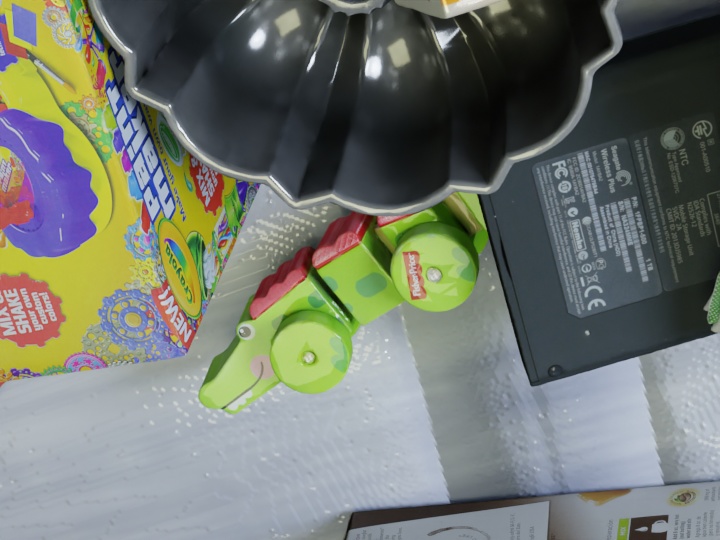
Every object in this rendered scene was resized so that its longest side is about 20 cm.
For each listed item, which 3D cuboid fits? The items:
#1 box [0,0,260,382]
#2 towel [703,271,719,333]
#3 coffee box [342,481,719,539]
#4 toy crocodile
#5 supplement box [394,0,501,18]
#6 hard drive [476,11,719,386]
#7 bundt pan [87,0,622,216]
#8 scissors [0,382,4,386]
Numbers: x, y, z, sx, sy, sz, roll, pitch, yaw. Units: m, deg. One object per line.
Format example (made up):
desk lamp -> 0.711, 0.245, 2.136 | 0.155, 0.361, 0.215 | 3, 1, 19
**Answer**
box -> -0.133, -0.089, 0.936 | 0.122, 0.193, 0.200 | -8, 119, 16
towel -> 0.251, -0.021, 0.923 | 0.200, 0.031, 0.149 | -8, 150, -11
coffee box -> 0.095, 0.176, 1.118 | 0.200, 0.080, 0.115 | -6, 119, 14
toy crocodile -> 0.000, 0.000, 1.039 | 0.200, 0.068, 0.062 | -35, 104, 25
supplement box -> 0.093, -0.172, 0.731 | 0.200, 0.074, 0.126 | -20, 105, -8
hard drive -> 0.152, -0.039, 0.972 | 0.200, 0.033, 0.140 | -16, 118, 1
bundt pan -> 0.001, -0.125, 0.841 | 0.201, 0.076, 0.202 | 4, 122, 7
scissors -> -0.159, 0.033, 1.098 | 0.200, 0.014, 0.073 | -29, 149, 25
